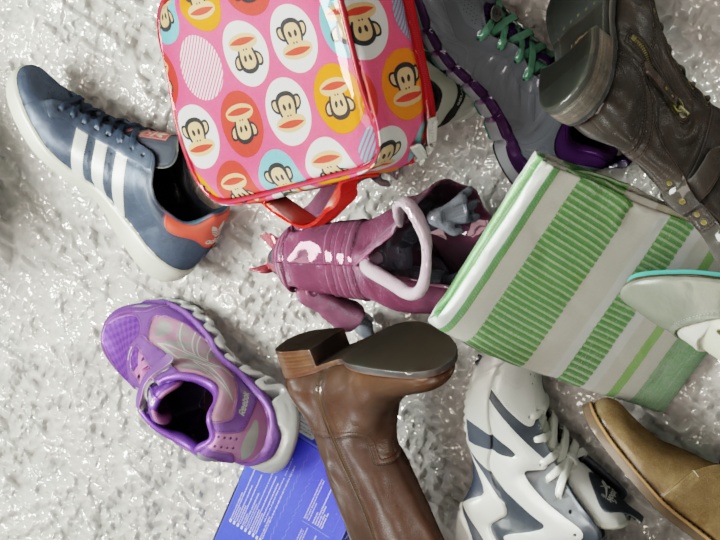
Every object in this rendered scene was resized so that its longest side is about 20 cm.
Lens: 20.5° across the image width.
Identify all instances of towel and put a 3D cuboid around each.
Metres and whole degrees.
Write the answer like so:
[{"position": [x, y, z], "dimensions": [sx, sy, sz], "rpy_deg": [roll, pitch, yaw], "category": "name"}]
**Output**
[{"position": [0.160, 0.010, 1.308], "dimensions": [0.199, 0.023, 0.153], "rpy_deg": [18, 118, -28], "category": "towel"}]

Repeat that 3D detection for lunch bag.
[{"position": [-0.043, -0.117, 1.308], "dimensions": [0.199, 0.082, 0.178], "rpy_deg": [-7, 99, 47], "category": "lunch bag"}]

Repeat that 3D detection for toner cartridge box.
[{"position": [-0.061, 0.210, 1.517], "dimensions": [0.095, 0.043, 0.201], "rpy_deg": [31, 113, 16], "category": "toner cartridge box"}]

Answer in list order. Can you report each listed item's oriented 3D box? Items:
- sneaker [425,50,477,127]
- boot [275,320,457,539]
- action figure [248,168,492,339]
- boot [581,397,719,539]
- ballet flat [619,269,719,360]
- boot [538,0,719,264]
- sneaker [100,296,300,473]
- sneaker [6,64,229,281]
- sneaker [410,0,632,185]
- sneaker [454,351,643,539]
[{"position": [-0.012, -0.124, 1.387], "dimensions": [0.198, 0.088, 0.076], "rpy_deg": [-9, 101, 28], "category": "sneaker"}, {"position": [0.033, 0.138, 1.370], "dimensions": [0.186, 0.064, 0.202], "rpy_deg": [2, 115, 56], "category": "boot"}, {"position": [0.000, 0.000, 1.377], "dimensions": [0.198, 0.149, 0.135], "rpy_deg": [-2, 102, 31], "category": "action figure"}, {"position": [0.237, 0.145, 1.353], "dimensions": [0.200, 0.074, 0.076], "rpy_deg": [42, 104, -2], "category": "boot"}, {"position": [0.263, 0.037, 1.255], "dimensions": [0.198, 0.067, 0.064], "rpy_deg": [3, 70, 5], "category": "ballet flat"}, {"position": [0.200, -0.114, 1.284], "dimensions": [0.174, 0.201, 0.069], "rpy_deg": [35, 139, -21], "category": "boot"}, {"position": [-0.136, 0.083, 1.474], "dimensions": [0.200, 0.088, 0.081], "rpy_deg": [34, 115, 37], "category": "sneaker"}, {"position": [-0.175, -0.091, 1.481], "dimensions": [0.200, 0.075, 0.084], "rpy_deg": [46, 119, -3], "category": "sneaker"}, {"position": [0.107, -0.141, 1.305], "dimensions": [0.087, 0.075, 0.200], "rpy_deg": [-10, 130, 37], "category": "sneaker"}, {"position": [0.140, 0.131, 1.385], "dimensions": [0.128, 0.079, 0.201], "rpy_deg": [13, 108, 20], "category": "sneaker"}]
